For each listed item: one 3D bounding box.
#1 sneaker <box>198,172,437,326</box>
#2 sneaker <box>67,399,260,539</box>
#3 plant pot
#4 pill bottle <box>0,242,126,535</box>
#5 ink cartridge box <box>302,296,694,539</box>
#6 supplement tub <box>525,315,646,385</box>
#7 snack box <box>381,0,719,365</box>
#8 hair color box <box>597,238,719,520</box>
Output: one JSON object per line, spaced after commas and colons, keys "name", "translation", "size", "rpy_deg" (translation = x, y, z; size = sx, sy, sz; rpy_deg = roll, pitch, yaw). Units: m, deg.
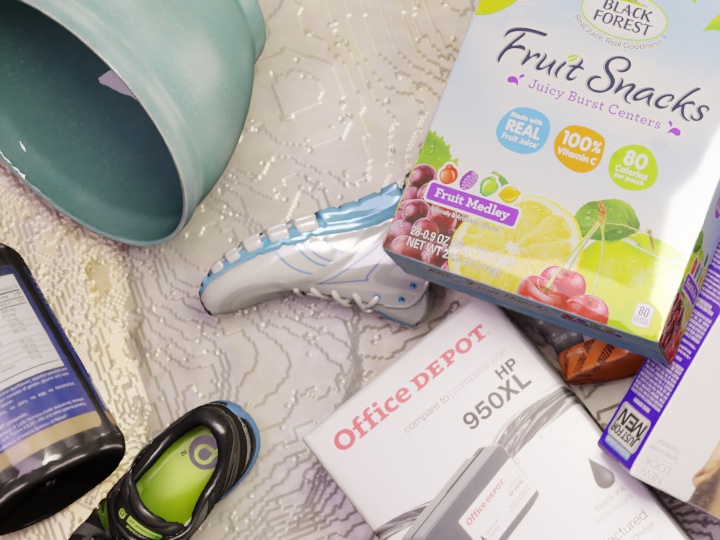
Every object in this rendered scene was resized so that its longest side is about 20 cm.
{"name": "sneaker", "translation": [0.000, 0.000, 1.643], "size": [0.200, 0.075, 0.087], "rpy_deg": [-21, 84, 7]}
{"name": "sneaker", "translation": [-0.140, 0.158, 1.635], "size": [0.071, 0.083, 0.200], "rpy_deg": [38, 90, 14]}
{"name": "plant pot", "translation": [-0.142, -0.133, 1.642], "size": [0.200, 0.200, 0.134], "rpy_deg": [36, 62, 14]}
{"name": "pill bottle", "translation": [-0.236, 0.053, 1.655], "size": [0.112, 0.112, 0.200], "rpy_deg": [-32, 76, 4]}
{"name": "ink cartridge box", "translation": [0.084, 0.134, 1.597], "size": [0.145, 0.084, 0.200], "rpy_deg": [-40, 76, 3]}
{"name": "supplement tub", "translation": [0.142, -0.040, 1.595], "size": [0.122, 0.123, 0.200], "rpy_deg": [-16, 78, 8]}
{"name": "snack box", "translation": [0.127, -0.071, 1.501], "size": [0.169, 0.068, 0.200], "rpy_deg": [18, 80, 17]}
{"name": "hair color box", "translation": [0.233, 0.043, 1.514], "size": [0.109, 0.065, 0.200], "rpy_deg": [27, 97, -18]}
